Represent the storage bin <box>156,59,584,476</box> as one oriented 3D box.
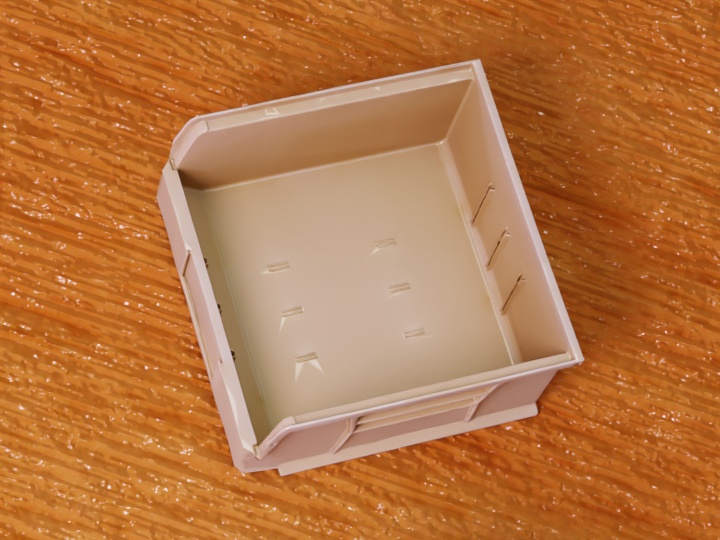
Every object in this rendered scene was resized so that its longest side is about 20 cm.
[{"bbox_3d":[0.000,0.000,1.534,0.197,0.094,0.201,-12,70,-16],"label":"storage bin"}]
